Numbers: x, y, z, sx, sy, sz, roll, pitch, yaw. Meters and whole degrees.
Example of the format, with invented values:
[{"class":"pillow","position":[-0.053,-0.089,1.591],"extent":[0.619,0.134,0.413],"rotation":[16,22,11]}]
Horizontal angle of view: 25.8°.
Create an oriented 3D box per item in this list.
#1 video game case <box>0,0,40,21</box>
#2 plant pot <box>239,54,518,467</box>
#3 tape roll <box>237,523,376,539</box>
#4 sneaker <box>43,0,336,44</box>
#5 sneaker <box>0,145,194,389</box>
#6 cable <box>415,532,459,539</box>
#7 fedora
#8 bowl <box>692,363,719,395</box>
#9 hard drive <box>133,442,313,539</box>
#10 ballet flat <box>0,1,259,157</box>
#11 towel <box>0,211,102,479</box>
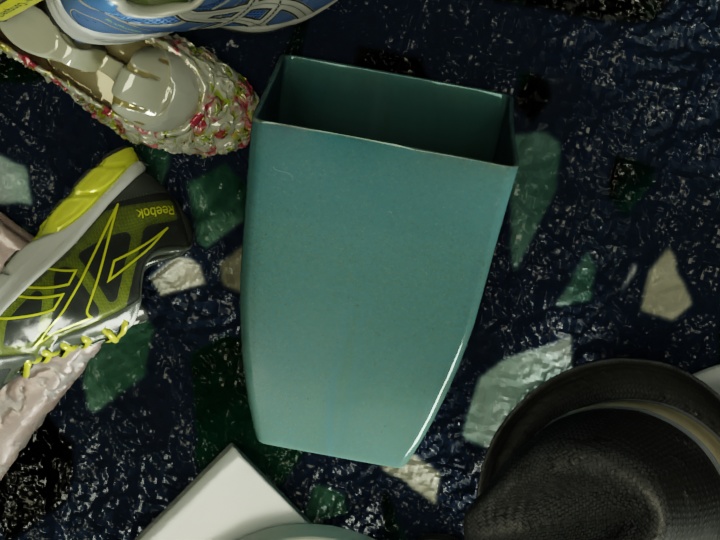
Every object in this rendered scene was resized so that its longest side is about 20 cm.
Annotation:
[{"class":"video game case","position":[-0.157,-0.248,0.815],"extent":[0.025,0.180,0.202],"rotation":[2,82,-38]},{"class":"plant pot","position":[0.000,0.000,0.905],"extent":[0.140,0.141,0.201],"rotation":[11,112,0]},{"class":"tape roll","position":[-0.033,0.260,0.973],"extent":[0.201,0.037,0.205],"rotation":[0,94,-6]},{"class":"sneaker","position":[-0.073,-0.165,0.873],"extent":[0.199,0.077,0.076],"rotation":[-19,100,-20]},{"class":"sneaker","position":[-0.172,0.021,0.916],"extent":[0.084,0.074,0.200],"rotation":[39,76,-7]},{"class":"cable","position":[0.108,0.247,1.001],"extent":[0.097,0.050,0.201],"rotation":[-31,101,14]},{"class":"fedora","position":[0.131,0.142,0.908],"extent":[0.199,0.091,0.202],"rotation":[-3,85,38]},{"class":"bowl","position":[0.248,0.162,0.956],"extent":[0.199,0.090,0.203],"rotation":[1,104,3]},{"class":"hard drive","position":[-0.106,0.226,0.995],"extent":[0.200,0.026,0.132],"rotation":[-45,98,-3]},{"class":"ballet flat","position":[-0.152,-0.120,0.918],"extent":[0.199,0.064,0.076],"rotation":[26,103,-4]},{"class":"towel","position":[-0.278,0.044,0.980],"extent":[0.191,0.032,0.200],"rotation":[38,103,-7]}]
